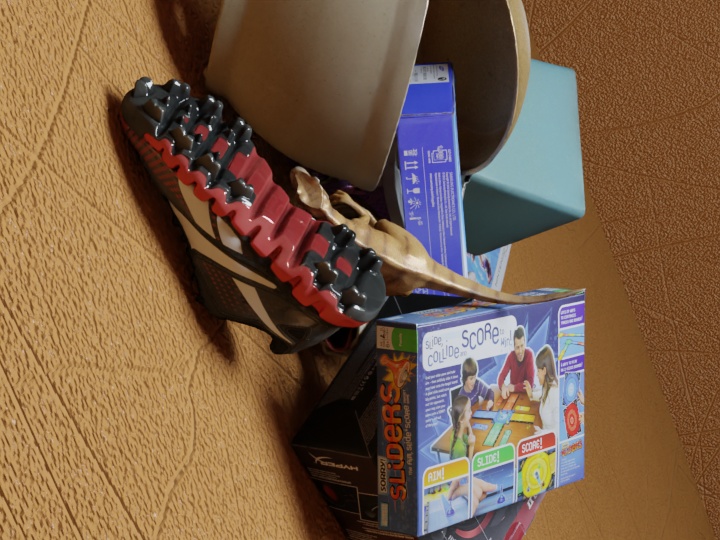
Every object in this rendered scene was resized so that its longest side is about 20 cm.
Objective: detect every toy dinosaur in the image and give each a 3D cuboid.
[{"bbox_3d":[0.031,-0.002,1.105,0.199,0.061,0.106,23,-6,-19],"label":"toy dinosaur"}]

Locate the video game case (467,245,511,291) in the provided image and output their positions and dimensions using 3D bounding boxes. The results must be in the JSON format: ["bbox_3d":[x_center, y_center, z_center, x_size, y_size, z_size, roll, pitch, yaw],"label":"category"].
[{"bbox_3d":[0.098,-0.066,1.677,0.200,0.045,0.182,58,38,-47],"label":"video game case"}]

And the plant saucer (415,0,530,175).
[{"bbox_3d":[0.071,-0.172,1.264,0.200,0.035,0.202,37,-46,50],"label":"plant saucer"}]

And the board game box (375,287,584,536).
[{"bbox_3d":[0.084,0.089,1.134,0.199,0.034,0.137,-7,99,-51],"label":"board game box"}]

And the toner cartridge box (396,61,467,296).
[{"bbox_3d":[0.054,-0.040,1.236,0.095,0.043,0.201,-84,169,-61],"label":"toner cartridge box"}]

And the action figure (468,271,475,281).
[{"bbox_3d":[0.098,0.094,1.497,0.200,0.104,0.195,-32,112,-73],"label":"action figure"}]

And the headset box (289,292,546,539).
[{"bbox_3d":[0.054,0.138,1.190,0.149,0.075,0.201,-55,132,-32],"label":"headset box"}]

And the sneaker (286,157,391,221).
[{"bbox_3d":[-0.019,-0.091,1.348,0.201,0.080,0.089,61,29,-42],"label":"sneaker"}]

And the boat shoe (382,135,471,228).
[{"bbox_3d":[0.066,-0.104,1.351,0.072,0.071,0.202,26,60,-47],"label":"boat shoe"}]

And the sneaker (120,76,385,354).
[{"bbox_3d":[-0.081,-0.026,1.033,0.200,0.098,0.071,45,33,-9],"label":"sneaker"}]

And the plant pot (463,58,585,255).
[{"bbox_3d":[0.075,-0.114,1.493,0.199,0.141,0.143,12,68,-39],"label":"plant pot"}]

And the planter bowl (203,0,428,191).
[{"bbox_3d":[-0.033,-0.168,1.181,0.200,0.134,0.202,-167,-90,-86],"label":"planter bowl"}]

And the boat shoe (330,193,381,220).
[{"bbox_3d":[0.000,0.000,1.317,0.201,0.071,0.068,71,8,-51],"label":"boat shoe"}]

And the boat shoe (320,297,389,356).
[{"bbox_3d":[-0.019,0.026,1.195,0.200,0.071,0.063,46,35,-56],"label":"boat shoe"}]
